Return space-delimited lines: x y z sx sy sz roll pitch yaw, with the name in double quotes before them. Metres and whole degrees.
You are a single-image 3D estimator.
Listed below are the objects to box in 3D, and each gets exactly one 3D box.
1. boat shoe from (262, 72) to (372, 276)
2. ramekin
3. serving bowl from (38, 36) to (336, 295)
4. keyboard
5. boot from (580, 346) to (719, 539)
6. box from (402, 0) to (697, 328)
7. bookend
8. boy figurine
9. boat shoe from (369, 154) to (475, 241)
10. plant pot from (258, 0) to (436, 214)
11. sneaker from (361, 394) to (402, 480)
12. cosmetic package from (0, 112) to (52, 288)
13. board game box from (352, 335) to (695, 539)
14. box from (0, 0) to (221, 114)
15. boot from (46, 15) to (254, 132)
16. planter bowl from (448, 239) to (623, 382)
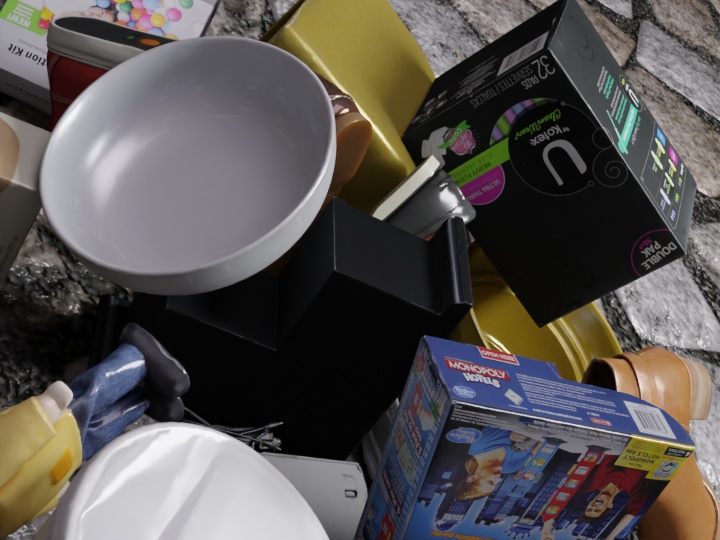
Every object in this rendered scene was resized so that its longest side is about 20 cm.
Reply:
"boat shoe" -0.058 -0.057 1.064 0.070 0.201 0.070 44 30 25
"ramekin" -0.104 0.195 0.773 0.201 0.094 0.204 30 42 -32
"serving bowl" -0.108 -0.060 0.920 0.197 0.066 0.202 -6 53 7
"keyboard" -0.082 0.153 0.948 0.198 0.039 0.106 13 63 -35
"boot" 0.217 0.161 1.088 0.154 0.073 0.203 6 82 -50
"box" 0.158 -0.087 1.123 0.201 0.148 0.125 53 32 -16
"bookend" -0.059 0.024 0.961 0.198 0.199 0.093 22 37 -20
"boy figurine" -0.188 0.111 0.810 0.064 0.125 0.200 38 51 13
"boat shoe" 0.000 0.000 1.064 0.063 0.201 0.074 49 6 -5
"plant pot" -0.028 -0.107 1.169 0.200 0.194 0.196 46 31 -10
"sneaker" 0.028 0.079 1.081 0.074 0.082 0.201 6 44 -38
"cosmetic package" -0.315 -0.072 0.927 0.198 0.106 0.072 20 36 -22
"board game box" 0.084 0.153 0.917 0.198 0.201 0.062 14 33 -29
"box" -0.208 -0.213 1.158 0.154 0.041 0.202 24 64 -4
"boot" -0.153 -0.099 1.052 0.198 0.146 0.072 18 25 21
"planter bowl" 0.134 0.075 1.172 0.199 0.083 0.202 30 38 -26
